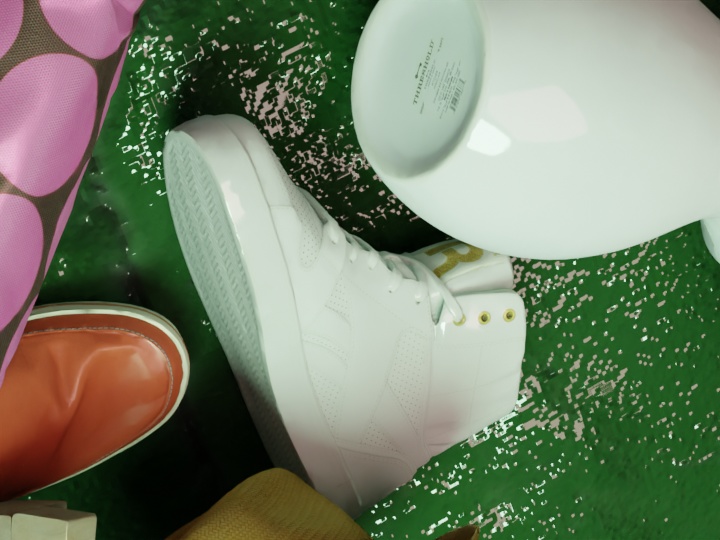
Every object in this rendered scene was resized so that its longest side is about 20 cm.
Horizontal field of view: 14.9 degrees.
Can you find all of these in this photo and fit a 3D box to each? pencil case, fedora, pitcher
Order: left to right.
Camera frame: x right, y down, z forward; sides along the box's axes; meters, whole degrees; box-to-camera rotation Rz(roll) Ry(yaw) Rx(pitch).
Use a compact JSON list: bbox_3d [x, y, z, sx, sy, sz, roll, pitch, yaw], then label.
[{"bbox_3d":[-0.149,-0.028,0.957,0.201,0.093,0.091,-67,161,-6],"label":"pencil case"},{"bbox_3d":[-0.049,0.133,1.028,0.200,0.201,0.082,-36,88,-7],"label":"fedora"},{"bbox_3d":[0.104,-0.086,1.059,0.199,0.121,0.173,6,105,-38],"label":"pitcher"}]

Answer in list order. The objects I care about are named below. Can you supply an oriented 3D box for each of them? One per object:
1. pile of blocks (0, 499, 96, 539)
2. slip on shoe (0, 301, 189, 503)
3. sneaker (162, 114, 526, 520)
[{"bbox_3d":[-0.161,0.156,1.034,0.200,0.082,0.062,-37,169,19],"label":"pile of blocks"},{"bbox_3d":[-0.153,0.067,1.031,0.199,0.061,0.075,-18,117,-20],"label":"slip on shoe"},{"bbox_3d":[0.000,0.000,1.074,0.115,0.074,0.201,-30,131,-13],"label":"sneaker"}]
